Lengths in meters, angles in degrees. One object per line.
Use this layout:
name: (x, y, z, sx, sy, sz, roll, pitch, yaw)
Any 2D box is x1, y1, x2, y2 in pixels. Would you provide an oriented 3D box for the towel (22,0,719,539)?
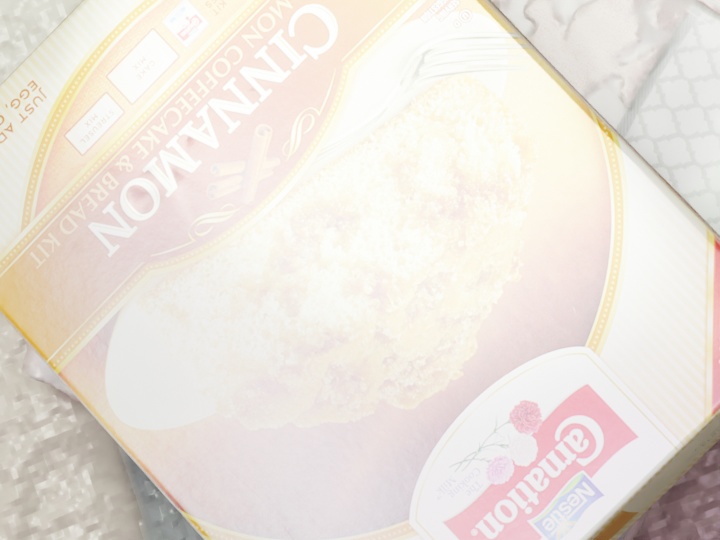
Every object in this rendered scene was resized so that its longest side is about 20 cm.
towel: (0.023, -0.013, 0.835, 0.191, 0.032, 0.201, 30, 93, 14)

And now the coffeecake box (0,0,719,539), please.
coffeecake box: (0.000, 0.000, 0.786, 0.154, 0.073, 0.200, -45, 79, 5)
